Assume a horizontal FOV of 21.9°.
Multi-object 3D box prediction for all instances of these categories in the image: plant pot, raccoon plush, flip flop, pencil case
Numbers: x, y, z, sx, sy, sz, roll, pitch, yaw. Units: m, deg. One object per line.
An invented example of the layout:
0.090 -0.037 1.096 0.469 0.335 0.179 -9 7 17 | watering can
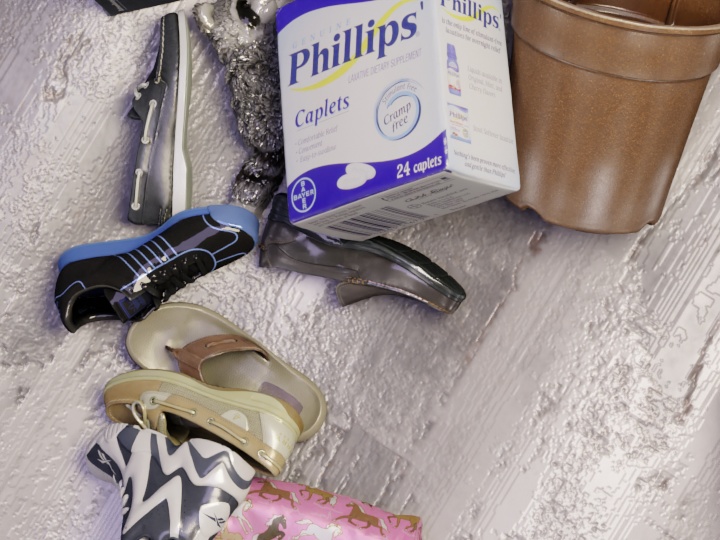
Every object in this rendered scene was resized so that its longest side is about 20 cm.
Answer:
0.209 -0.151 1.601 0.199 0.200 0.200 13 116 7 | plant pot
-0.116 -0.158 1.705 0.133 0.097 0.201 29 89 15 | raccoon plush
-0.122 0.092 1.696 0.199 0.058 0.081 31 89 7 | flip flop
-0.041 0.243 1.664 0.198 0.087 0.083 12 43 6 | pencil case

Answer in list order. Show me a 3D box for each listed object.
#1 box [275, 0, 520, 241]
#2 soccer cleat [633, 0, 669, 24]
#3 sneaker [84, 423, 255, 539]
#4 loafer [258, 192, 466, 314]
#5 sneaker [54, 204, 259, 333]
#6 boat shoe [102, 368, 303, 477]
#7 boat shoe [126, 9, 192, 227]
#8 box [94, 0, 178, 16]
0.028 -0.148 1.583 0.183 0.105 0.202 -17 70 39 | box
0.274 -0.269 1.680 0.077 0.069 0.202 -8 88 -7 | soccer cleat
-0.192 0.212 1.633 0.198 0.080 0.130 6 60 37 | sneaker
0.000 0.000 1.691 0.199 0.073 0.073 26 97 17 | loafer
-0.184 0.004 1.693 0.199 0.070 0.078 -17 48 12 | sneaker
-0.150 0.139 1.665 0.199 0.073 0.063 10 55 21 | boat shoe
-0.186 -0.141 1.715 0.060 0.076 0.202 1 85 0 | boat shoe
-0.162 -0.317 1.688 0.198 0.148 0.108 -11 83 6 | box
